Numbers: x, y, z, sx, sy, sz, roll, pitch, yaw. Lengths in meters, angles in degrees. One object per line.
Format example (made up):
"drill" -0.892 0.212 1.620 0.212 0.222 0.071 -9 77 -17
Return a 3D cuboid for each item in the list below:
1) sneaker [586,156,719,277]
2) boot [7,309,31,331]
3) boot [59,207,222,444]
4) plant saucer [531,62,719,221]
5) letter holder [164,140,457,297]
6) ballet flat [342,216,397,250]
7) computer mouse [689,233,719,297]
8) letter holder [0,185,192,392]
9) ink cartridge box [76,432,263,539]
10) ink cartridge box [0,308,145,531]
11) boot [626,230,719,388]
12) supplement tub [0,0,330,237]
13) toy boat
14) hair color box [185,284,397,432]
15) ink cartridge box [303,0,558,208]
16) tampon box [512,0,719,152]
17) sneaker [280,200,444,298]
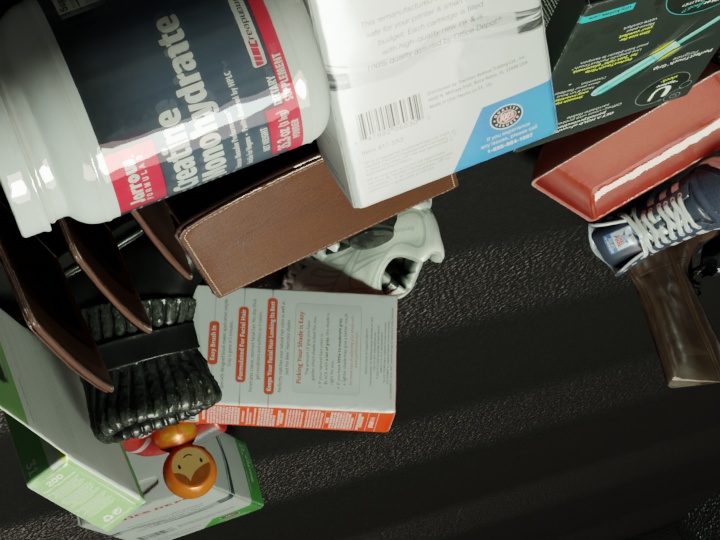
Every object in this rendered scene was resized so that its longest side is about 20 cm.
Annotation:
"sneaker" 0.298 -0.050 1.856 0.108 0.070 0.200 -29 -177 -23
"boot" -0.241 0.087 1.584 0.075 0.097 0.200 -34 160 25
"boot" -0.135 0.030 1.469 0.211 0.158 0.079 -27 162 5
"plant saucer" 0.265 -0.125 1.749 0.199 0.037 0.200 -31 161 16
"letter holder" -0.046 -0.085 1.347 0.200 0.101 0.142 -25 159 0
"ballet flat" -0.023 -0.064 1.527 0.066 0.057 0.200 -25 160 11
"computer mouse" 0.440 -0.025 2.151 0.200 0.053 0.139 -35 -172 12
"letter holder" -0.185 -0.007 1.333 0.100 0.142 0.200 -25 161 1
"ink cartridge box" -0.205 0.224 1.994 0.146 0.083 0.200 -19 163 8
"ink cartridge box" -0.255 0.100 1.439 0.048 0.146 0.200 -37 140 10
"boot" 0.361 0.034 2.035 0.186 0.200 0.064 -10 156 -38
"supplement tub" -0.131 -0.112 1.126 0.200 0.141 0.140 -22 161 -9
"toy boat" -0.178 0.156 1.794 0.130 0.131 0.200 -29 161 10
"hair color box" -0.070 0.077 1.642 0.199 0.111 0.064 4 157 -5
"ink cartridge box" 0.033 -0.158 1.173 0.146 0.086 0.200 -21 131 -9
"tampon box" 0.165 -0.197 1.291 0.150 0.126 0.200 -18 161 -17
"sneaker" 0.000 0.000 1.685 0.075 0.081 0.200 -8 157 -44
